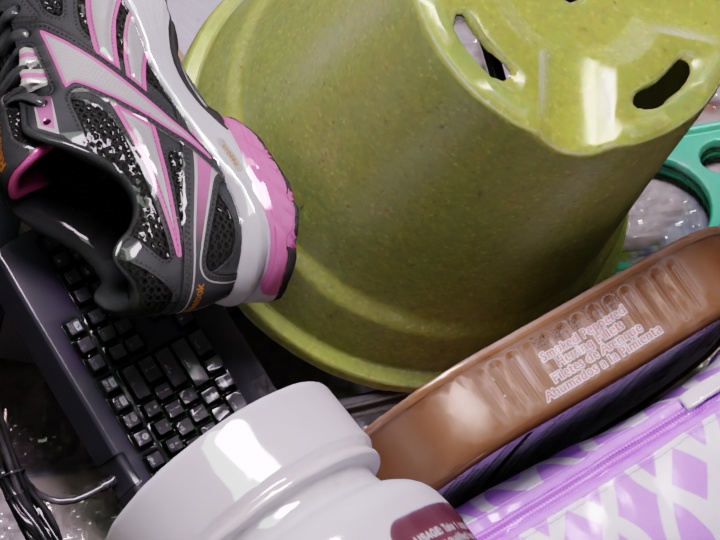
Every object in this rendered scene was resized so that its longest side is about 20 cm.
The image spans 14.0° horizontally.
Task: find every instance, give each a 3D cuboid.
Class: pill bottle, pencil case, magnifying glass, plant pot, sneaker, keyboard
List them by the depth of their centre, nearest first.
[{"bbox_3d":[0.009,0.143,0.981,0.114,0.114,0.200,-31,73,-23],"label":"pill bottle"},{"bbox_3d":[0.092,0.099,1.110,0.200,0.086,0.084,-30,49,-22],"label":"pencil case"},{"bbox_3d":[-0.109,-0.062,1.119,0.086,0.080,0.200,-20,57,-40],"label":"sneaker"},{"bbox_3d":[-0.083,0.074,1.123,0.127,0.021,0.200,-29,81,-23],"label":"keyboard"},{"bbox_3d":[0.048,-0.074,1.128,0.200,0.184,0.201,7,69,-19],"label":"plant pot"},{"bbox_3d":[0.164,-0.051,1.286,0.200,0.022,0.080,-30,53,-23],"label":"magnifying glass"}]

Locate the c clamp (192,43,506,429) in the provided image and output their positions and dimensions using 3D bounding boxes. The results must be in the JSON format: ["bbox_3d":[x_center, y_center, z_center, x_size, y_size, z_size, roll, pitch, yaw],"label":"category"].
[{"bbox_3d":[0.000,0.000,1.202,0.200,0.027,0.171,-19,78,-25],"label":"c clamp"}]

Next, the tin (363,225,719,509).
[{"bbox_3d":[0.071,0.047,1.132,0.200,0.112,0.042,-28,72,-26],"label":"tin"}]

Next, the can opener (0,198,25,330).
[{"bbox_3d":[-0.165,0.009,1.161,0.063,0.079,0.200,12,70,-27],"label":"can opener"}]

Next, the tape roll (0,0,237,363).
[{"bbox_3d":[-0.123,-0.055,1.274,0.200,0.066,0.200,-2,48,2],"label":"tape roll"}]
